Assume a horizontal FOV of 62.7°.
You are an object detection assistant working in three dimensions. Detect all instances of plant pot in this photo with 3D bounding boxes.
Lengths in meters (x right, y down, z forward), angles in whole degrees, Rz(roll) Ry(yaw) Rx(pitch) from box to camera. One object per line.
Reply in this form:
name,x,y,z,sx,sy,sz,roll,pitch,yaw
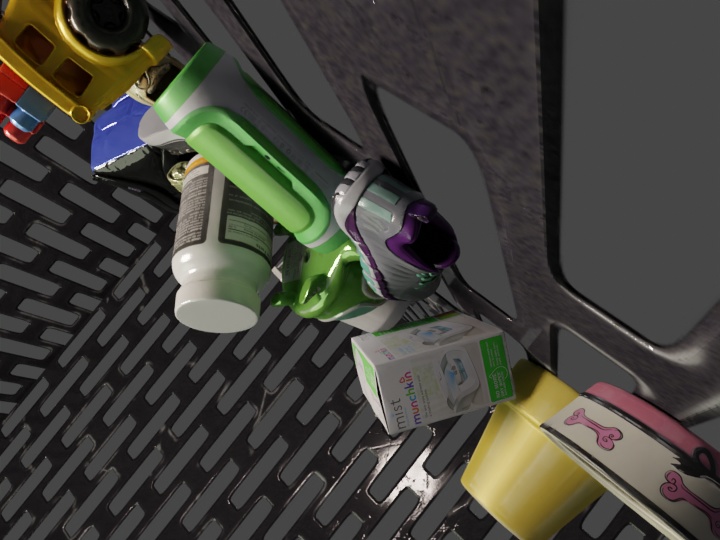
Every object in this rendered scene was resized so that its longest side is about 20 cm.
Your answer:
plant pot,0.243,0.255,0.804,0.200,0.189,0.201,40,177,3

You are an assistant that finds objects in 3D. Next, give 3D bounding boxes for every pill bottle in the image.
pill bottle,-0.163,-0.036,0.708,0.116,0.115,0.202,43,-140,-53

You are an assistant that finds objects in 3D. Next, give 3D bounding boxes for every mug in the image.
mug,0.002,0.001,0.886,0.152,0.188,0.149,31,146,-11

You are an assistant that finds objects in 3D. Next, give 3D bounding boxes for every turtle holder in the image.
turtle holder,-0.013,-0.018,0.684,0.131,0.186,0.142,13,-134,-31

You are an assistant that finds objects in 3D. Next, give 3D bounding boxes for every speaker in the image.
speaker,-0.083,-0.105,0.535,0.200,0.089,0.088,41,176,-25

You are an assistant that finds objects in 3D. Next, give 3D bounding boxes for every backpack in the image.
backpack,-0.276,-0.189,0.905,0.161,0.170,0.200,-12,155,25

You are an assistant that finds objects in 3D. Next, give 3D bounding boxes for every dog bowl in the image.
dog bowl,0.266,0.182,0.535,0.200,0.074,0.200,41,177,3

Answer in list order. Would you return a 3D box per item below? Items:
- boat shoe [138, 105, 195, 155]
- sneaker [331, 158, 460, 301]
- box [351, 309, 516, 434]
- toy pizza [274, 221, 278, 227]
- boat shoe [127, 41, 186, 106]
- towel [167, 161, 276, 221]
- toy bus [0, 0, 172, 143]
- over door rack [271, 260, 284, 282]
boat shoe,-0.189,-0.172,0.695,0.199,0.069,0.056,6,164,43
sneaker,0.047,-0.008,0.491,0.087,0.075,0.200,32,173,31
box,0.091,0.134,0.823,0.200,0.174,0.098,-154,51,-81
toy pizza,-0.161,-0.108,0.999,0.198,0.032,0.200,0,-161,0
boat shoe,-0.239,-0.235,0.760,0.199,0.074,0.063,29,174,-19
towel,-0.156,-0.112,0.843,0.197,0.037,0.149,-2,158,12
toy bus,-0.314,-0.229,0.565,0.200,0.192,0.136,43,177,-28
over door rack,-0.057,-0.007,1.072,0.067,0.148,0.200,44,179,27
